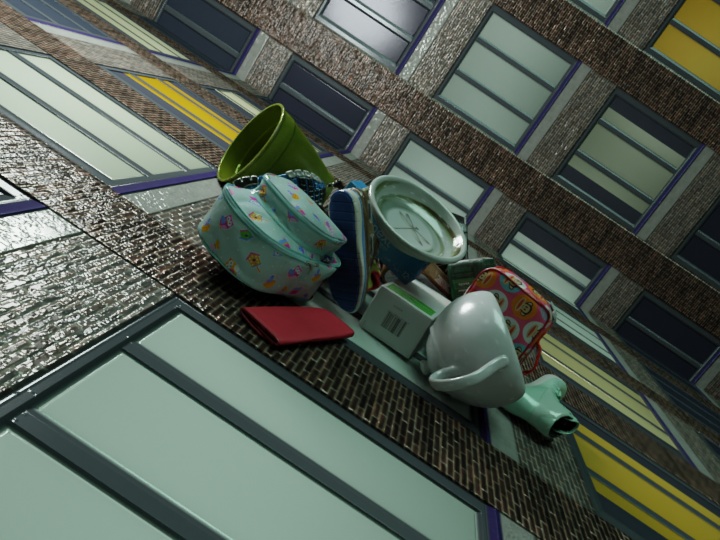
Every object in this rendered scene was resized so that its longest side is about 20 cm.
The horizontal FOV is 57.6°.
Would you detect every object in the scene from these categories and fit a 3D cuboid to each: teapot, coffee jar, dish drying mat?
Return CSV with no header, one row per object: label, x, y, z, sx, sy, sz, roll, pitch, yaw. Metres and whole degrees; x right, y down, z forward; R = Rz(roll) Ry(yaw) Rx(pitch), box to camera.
teapot,0.165,0.135,1.033,0.200,0.146,0.198,66,8,-50
coffee jar,0.227,0.077,1.270,0.085,0.200,0.104,-9,-2,28
dish drying mat,-0.084,0.077,0.919,0.077,0.018,0.200,39,16,24

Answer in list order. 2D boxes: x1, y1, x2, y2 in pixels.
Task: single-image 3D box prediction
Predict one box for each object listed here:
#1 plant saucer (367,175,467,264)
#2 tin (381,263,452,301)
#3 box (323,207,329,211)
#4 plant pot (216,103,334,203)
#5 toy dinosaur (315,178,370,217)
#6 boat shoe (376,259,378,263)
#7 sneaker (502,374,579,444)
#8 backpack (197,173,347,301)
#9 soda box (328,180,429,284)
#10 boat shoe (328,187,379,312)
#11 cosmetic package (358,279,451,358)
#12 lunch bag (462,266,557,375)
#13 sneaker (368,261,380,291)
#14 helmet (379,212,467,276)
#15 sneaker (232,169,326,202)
plant saucer,0.088,-0.076,1.113,0.200,0.050,0.200,26,36,-20
tin,0.123,0.031,1.310,0.200,0.112,0.042,42,48,-37
box,-0.081,-0.067,1.278,0.100,0.075,0.200,30,13,4
plant pot,-0.163,-0.212,1.384,0.193,0.200,0.200,39,10,-31
toy dinosaur,-0.038,-0.098,1.090,0.047,0.200,0.088,-1,-41,51
boat shoe,-0.011,-0.065,1.467,0.072,0.061,0.201,-9,26,-14
sneaker,0.345,0.251,1.171,0.200,0.074,0.118,1,28,-48
backpack,-0.131,-0.050,0.965,0.176,0.153,0.200,48,22,22
soda box,0.041,-0.070,1.177,0.200,0.068,0.064,45,19,8
boat shoe,-0.003,-0.032,1.044,0.072,0.200,0.072,14,22,35
cosmetic package,0.085,0.077,1.156,0.108,0.085,0.200,33,14,11
lunch bag,0.244,0.110,1.163,0.176,0.200,0.082,41,17,17
sneaker,0.000,0.000,1.233,0.090,0.078,0.200,40,21,-1
helmet,0.134,-0.040,1.406,0.190,0.200,0.200,-1,12,8
sneaker,-0.167,-0.155,1.278,0.200,0.075,0.087,-3,2,-25
